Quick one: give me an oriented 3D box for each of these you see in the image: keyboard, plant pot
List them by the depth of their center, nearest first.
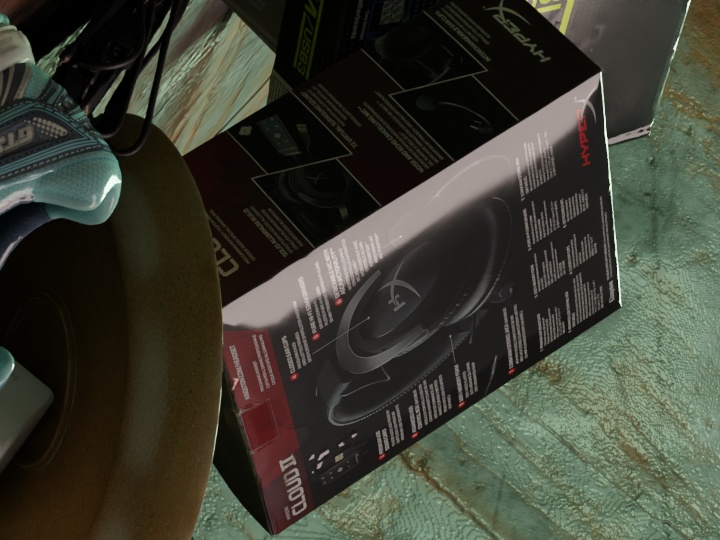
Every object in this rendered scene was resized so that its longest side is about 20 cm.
[{"bbox_3d":[-0.092,-0.051,0.871,0.104,0.040,0.200,-54,-174,50],"label":"keyboard"},{"bbox_3d":[-0.109,0.041,0.920,0.027,0.201,0.200,6,143,-31],"label":"plant pot"}]

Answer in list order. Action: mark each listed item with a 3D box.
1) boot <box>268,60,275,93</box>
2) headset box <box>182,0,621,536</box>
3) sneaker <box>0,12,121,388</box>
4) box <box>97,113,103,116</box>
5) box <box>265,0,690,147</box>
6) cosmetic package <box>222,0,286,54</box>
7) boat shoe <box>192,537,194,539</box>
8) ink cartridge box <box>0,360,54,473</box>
[{"bbox_3d":[0.013,-0.180,1.247,0.200,0.077,0.139,-57,-169,36],"label":"boot"},{"bbox_3d":[0.000,0.000,0.986,0.200,0.077,0.149,-32,143,-14],"label":"headset box"},{"bbox_3d":[-0.148,0.019,0.705,0.200,0.086,0.078,-49,178,-3],"label":"sneaker"},{"bbox_3d":[-0.145,0.058,1.142,0.149,0.124,0.200,-47,177,-38],"label":"box"},{"bbox_3d":[0.059,-0.126,1.018,0.192,0.048,0.201,-13,134,-32],"label":"box"},{"bbox_3d":[0.027,-0.173,1.082,0.200,0.090,0.107,-46,176,6],"label":"cosmetic package"},{"bbox_3d":[-0.100,0.157,1.201,0.072,0.071,0.200,-48,180,4],"label":"boat shoe"},{"bbox_3d":[-0.200,0.106,0.854,0.117,0.067,0.200,-50,179,42],"label":"ink cartridge box"}]
